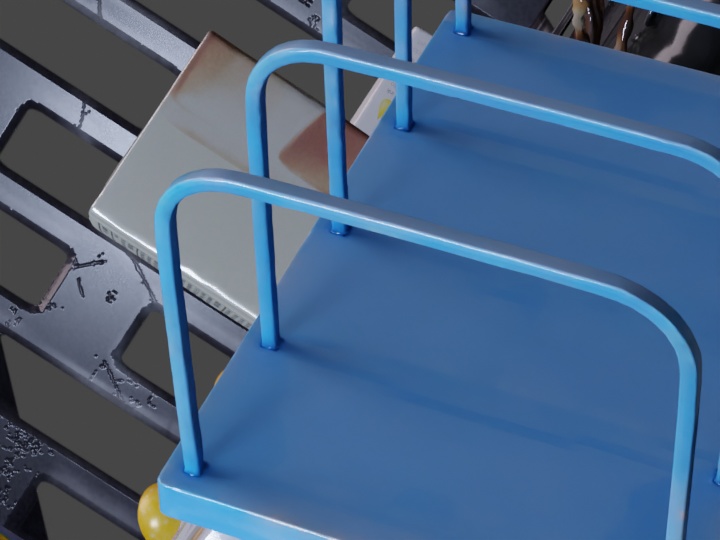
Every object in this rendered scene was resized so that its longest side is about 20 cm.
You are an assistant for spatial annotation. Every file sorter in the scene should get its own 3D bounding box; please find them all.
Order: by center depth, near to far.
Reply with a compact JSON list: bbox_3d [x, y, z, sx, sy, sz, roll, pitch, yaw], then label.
[{"bbox_3d":[0.051,-0.028,0.631,0.123,0.139,0.200,89,-156,-45],"label":"file sorter"}]

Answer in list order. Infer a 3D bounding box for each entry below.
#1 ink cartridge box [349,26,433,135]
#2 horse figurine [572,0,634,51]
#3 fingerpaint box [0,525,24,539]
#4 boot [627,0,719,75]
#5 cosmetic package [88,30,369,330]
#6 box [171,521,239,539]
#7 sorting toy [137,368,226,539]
[{"bbox_3d":[0.029,-0.034,1.621,0.200,0.129,0.125,-58,3,-6],"label":"ink cartridge box"},{"bbox_3d":[0.113,-0.080,1.357,0.133,0.050,0.200,100,-173,-48],"label":"horse figurine"},{"bbox_3d":[-0.143,0.211,1.087,0.073,0.200,0.167,-56,3,30],"label":"fingerpaint box"},{"bbox_3d":[0.150,-0.101,1.003,0.200,0.066,0.165,-52,5,8],"label":"boot"},{"bbox_3d":[0.000,0.000,0.976,0.087,0.200,0.103,-56,4,-5],"label":"cosmetic package"},{"bbox_3d":[-0.029,0.135,0.965,0.113,0.101,0.200,-56,3,13],"label":"box"},{"bbox_3d":[-0.023,0.114,1.474,0.180,0.107,0.200,-23,29,50],"label":"sorting toy"}]
